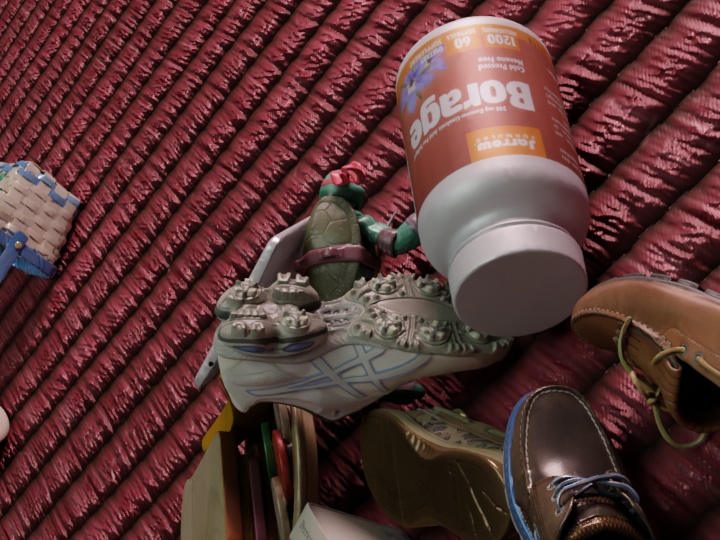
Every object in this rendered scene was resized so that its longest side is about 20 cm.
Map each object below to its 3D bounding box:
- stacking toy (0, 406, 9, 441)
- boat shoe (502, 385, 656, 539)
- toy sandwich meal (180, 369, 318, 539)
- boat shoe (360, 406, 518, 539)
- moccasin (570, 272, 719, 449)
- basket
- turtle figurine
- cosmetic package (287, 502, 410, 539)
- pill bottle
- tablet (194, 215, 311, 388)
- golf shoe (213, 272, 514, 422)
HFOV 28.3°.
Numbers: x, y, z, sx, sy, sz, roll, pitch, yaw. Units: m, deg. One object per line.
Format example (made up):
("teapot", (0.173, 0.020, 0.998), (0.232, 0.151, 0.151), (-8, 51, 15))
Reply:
("stacking toy", (-0.490, 0.247, 1.653), (0.146, 0.145, 0.201), (44, 126, 57))
("boat shoe", (0.127, 0.142, 0.764), (0.073, 0.072, 0.201), (96, 164, -57))
("toy sandwich meal", (-0.086, 0.161, 1.050), (0.205, 0.070, 0.207), (-178, 90, -74))
("boat shoe", (0.062, 0.129, 0.915), (0.200, 0.062, 0.074), (15, 110, 61))
("moccasin", (0.183, 0.055, 0.758), (0.201, 0.074, 0.078), (24, 81, 50))
("basket", (-0.437, -0.030, 1.698), (0.176, 0.139, 0.201), (4, 65, 57))
("turtle figurine", (0.000, 0.000, 1.049), (0.150, 0.100, 0.202), (-29, 57, 59))
("cosmetic package", (-0.031, 0.268, 0.931), (0.201, 0.087, 0.103), (-62, 30, 9))
("pill bottle", (0.088, -0.061, 0.932), (0.112, 0.112, 0.201), (-43, 39, 35))
("tablet", (-0.066, 0.014, 1.105), (0.131, 0.014, 0.200), (-60, -6, 16))
("golf shoe", (0.001, 0.057, 0.961), (0.079, 0.198, 0.098), (-88, 1, -56))
